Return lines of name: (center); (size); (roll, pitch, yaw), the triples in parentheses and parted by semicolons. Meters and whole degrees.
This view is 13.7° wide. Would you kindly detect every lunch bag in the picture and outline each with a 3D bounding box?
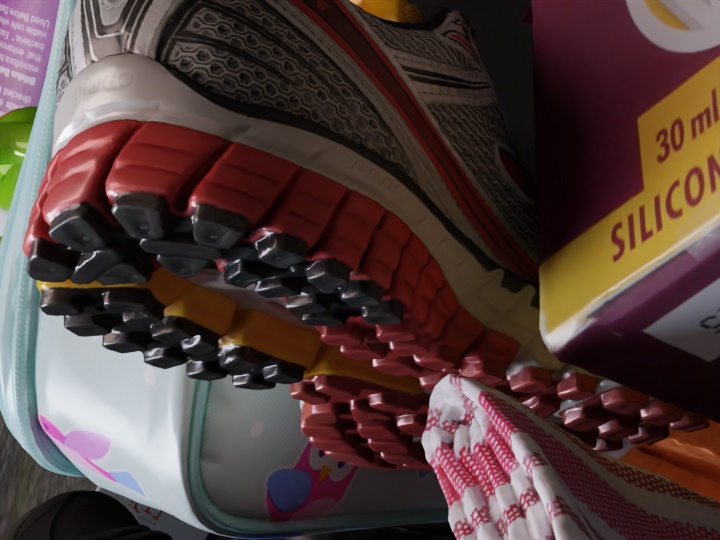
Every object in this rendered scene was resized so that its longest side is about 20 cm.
lunch bag: (-0.003, -0.044, 0.673); (0.077, 0.160, 0.201); (18, 102, 40)

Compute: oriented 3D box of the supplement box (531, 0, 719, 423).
supplement box: (0.108, -0.080, 0.569); (0.131, 0.103, 0.201); (-39, 40, 43)

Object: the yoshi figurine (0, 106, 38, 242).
yoshi figurine: (-0.086, 0.000, 0.871); (0.200, 0.112, 0.113); (170, 97, -75)

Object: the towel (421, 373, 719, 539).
towel: (0.092, 0.088, 0.485); (0.030, 0.146, 0.200); (-58, 22, 18)

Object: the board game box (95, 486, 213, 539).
board game box: (-0.053, 0.047, 1.041); (0.201, 0.041, 0.200); (-62, 2, -27)

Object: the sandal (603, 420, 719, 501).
sandal: (0.103, 0.033, 0.654); (0.207, 0.059, 0.079); (-48, 35, 19)

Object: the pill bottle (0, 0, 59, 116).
pill bottle: (-0.127, -0.085, 1.404); (0.112, 0.112, 0.201); (-139, 63, -72)

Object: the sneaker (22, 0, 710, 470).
sneaker: (0.013, -0.012, 0.582); (0.077, 0.200, 0.083); (-8, 68, 27)

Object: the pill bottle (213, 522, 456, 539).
pill bottle: (0.025, 0.002, 0.826); (0.112, 0.111, 0.201); (-117, 42, -65)

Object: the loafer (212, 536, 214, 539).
loafer: (-0.027, 0.140, 0.986); (0.200, 0.070, 0.070); (-100, 32, -73)

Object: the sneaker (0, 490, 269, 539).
sneaker: (-0.044, 0.104, 0.792); (0.082, 0.073, 0.200); (-45, 26, 4)
